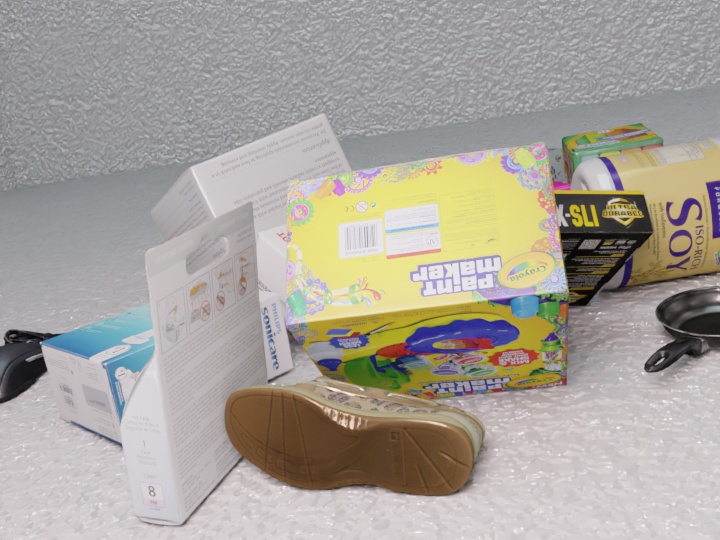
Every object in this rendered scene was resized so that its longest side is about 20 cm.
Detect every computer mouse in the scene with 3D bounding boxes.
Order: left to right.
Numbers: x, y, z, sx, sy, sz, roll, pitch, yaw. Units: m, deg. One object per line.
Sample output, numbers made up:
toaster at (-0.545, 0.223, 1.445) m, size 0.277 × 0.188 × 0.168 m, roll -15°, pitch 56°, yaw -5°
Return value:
computer mouse at (-0.430, 0.103, 1.003) m, size 0.138 × 0.047 × 0.200 m, roll -4°, pitch 16°, yaw 16°

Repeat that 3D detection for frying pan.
frying pan at (0.311, 0.054, 0.721) m, size 0.113 × 0.031 × 0.190 m, roll -3°, pitch 20°, yaw 25°

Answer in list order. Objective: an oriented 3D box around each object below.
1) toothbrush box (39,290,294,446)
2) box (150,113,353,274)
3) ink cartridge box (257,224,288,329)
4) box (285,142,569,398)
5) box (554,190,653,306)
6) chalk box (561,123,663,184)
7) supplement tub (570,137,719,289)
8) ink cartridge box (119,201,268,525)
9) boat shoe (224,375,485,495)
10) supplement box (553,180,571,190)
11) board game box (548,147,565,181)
toothbrush box at (-0.190, 0.084, 0.836) m, size 0.199 × 0.087 × 0.145 m, roll -24°, pitch 19°, yaw -40°
box at (-0.129, -0.076, 1.049) m, size 0.198 × 0.132 × 0.199 m, roll -27°, pitch 2°, yaw -30°
ink cartridge box at (0.000, 0.000, 0.936) m, size 0.198 × 0.085 × 0.144 m, roll -20°, pitch 42°, yaw -34°
box at (0.060, 0.014, 0.675) m, size 0.197 × 0.124 × 0.193 m, roll -8°, pitch -27°, yaw 11°
box at (0.157, -0.017, 0.814) m, size 0.197 × 0.050 × 0.160 m, roll -1°, pitch -26°, yaw -10°
chalk box at (0.356, -0.124, 1.170) m, size 0.123 × 0.126 × 0.200 m, roll -8°, pitch 15°, yaw 9°
supplement tub at (0.344, -0.065, 0.918) m, size 0.197 × 0.148 × 0.146 m, roll -10°, pitch 15°, yaw 2°
ink cartridge box at (-0.127, 0.063, 0.645) m, size 0.056 × 0.203 × 0.162 m, roll -2°, pitch 16°, yaw 20°
boat shoe at (-0.007, 0.121, 0.626) m, size 0.197 × 0.074 × 0.063 m, roll 8°, pitch 14°, yaw 20°
supplement box at (0.197, -0.068, 1.113) m, size 0.100 × 0.105 × 0.200 m, roll -13°, pitch 14°, yaw -13°
board game box at (0.266, -0.175, 1.542) m, size 0.146 × 0.065 × 0.199 m, roll 2°, pitch 18°, yaw 42°
